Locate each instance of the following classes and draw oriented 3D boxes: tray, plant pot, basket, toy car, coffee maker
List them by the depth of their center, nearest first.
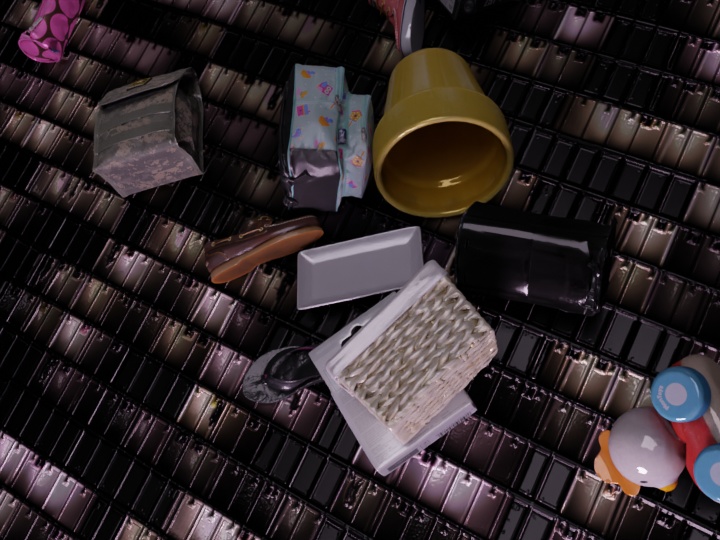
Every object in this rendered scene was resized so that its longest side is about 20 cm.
[{"bbox_3d":[0.377,0.220,0.973,0.200,0.183,0.179,-40,62,33],"label":"toy car"},{"bbox_3d":[0.074,0.112,1.048,0.200,0.136,0.123,-44,67,-5],"label":"basket"},{"bbox_3d":[0.226,-0.021,1.066,0.197,0.192,0.137,9,90,21],"label":"coffee maker"},{"bbox_3d":[0.112,-0.213,1.178,0.198,0.202,0.191,-12,52,12],"label":"plant pot"},{"bbox_3d":[0.000,0.000,1.210,0.197,0.022,0.109,-12,53,13],"label":"tray"}]

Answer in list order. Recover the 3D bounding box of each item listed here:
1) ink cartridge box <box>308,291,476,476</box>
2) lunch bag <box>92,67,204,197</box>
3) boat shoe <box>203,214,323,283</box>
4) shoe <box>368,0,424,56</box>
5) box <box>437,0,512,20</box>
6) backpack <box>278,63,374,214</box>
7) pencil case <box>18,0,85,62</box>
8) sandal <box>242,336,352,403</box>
[{"bbox_3d":[0.043,0.157,1.137,0.162,0.057,0.201,-35,60,0],"label":"ink cartridge box"},{"bbox_3d":[-0.357,-0.251,1.368,0.162,0.118,0.203,-13,62,13],"label":"lunch bag"},{"bbox_3d":[-0.156,-0.049,1.257,0.197,0.070,0.071,-21,70,9],"label":"boat shoe"},{"bbox_3d":[0.056,-0.433,1.331,0.090,0.072,0.203,-2,66,18],"label":"shoe"},{"bbox_3d":[0.164,-0.501,1.299,0.158,0.044,0.201,-23,63,-20],"label":"box"},{"bbox_3d":[-0.054,-0.209,1.229,0.151,0.176,0.203,-6,70,-3],"label":"backpack"},{"bbox_3d":[-0.579,-0.499,1.534,0.089,0.094,0.203,7,73,19],"label":"pencil case"},{"bbox_3d":[-0.087,0.138,1.183,0.198,0.048,0.076,-18,68,9],"label":"sandal"}]
